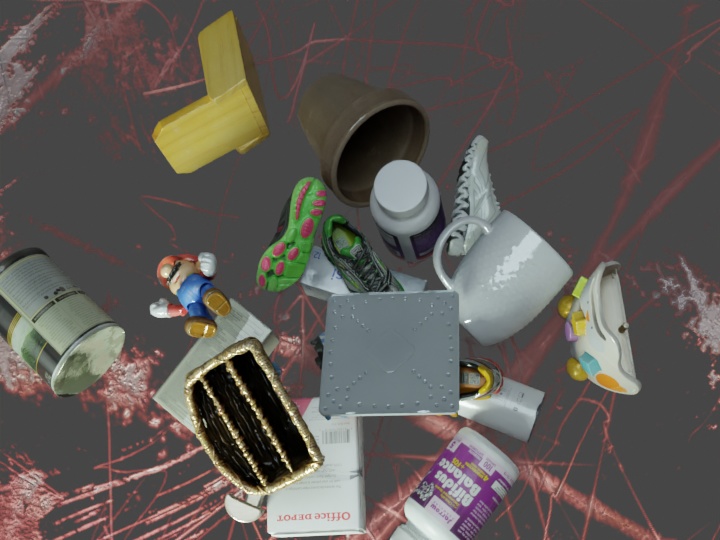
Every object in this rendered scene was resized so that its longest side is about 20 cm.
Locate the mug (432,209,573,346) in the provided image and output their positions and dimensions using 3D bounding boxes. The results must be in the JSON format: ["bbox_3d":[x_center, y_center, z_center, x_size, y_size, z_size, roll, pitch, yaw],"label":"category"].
[{"bbox_3d":[0.198,0.005,1.582,0.200,0.148,0.176,42,91,-13],"label":"mug"}]

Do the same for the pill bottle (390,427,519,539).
[{"bbox_3d":[0.135,0.342,1.514,0.112,0.112,0.201,36,79,16],"label":"pill bottle"}]

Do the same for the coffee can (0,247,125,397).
[{"bbox_3d":[-0.498,0.082,1.655,0.199,0.147,0.147,40,81,17],"label":"coffee can"}]

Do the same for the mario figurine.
[{"bbox_3d":[-0.281,0.027,1.634,0.122,0.107,0.200,-26,31,-14],"label":"mario figurine"}]

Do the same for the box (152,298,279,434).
[{"bbox_3d":[-0.226,0.156,1.635,0.094,0.078,0.201,36,80,16],"label":"box"}]

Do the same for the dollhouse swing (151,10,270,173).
[{"bbox_3d":[-0.258,-0.289,1.714,0.173,0.200,0.185,-14,71,3],"label":"dollhouse swing"}]

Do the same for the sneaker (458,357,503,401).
[{"bbox_3d":[0.108,0.157,1.509,0.196,0.082,0.079,-7,83,12],"label":"sneaker"}]

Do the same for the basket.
[{"bbox_3d":[-0.156,0.207,1.409,0.141,0.149,0.202,-30,93,-6],"label":"basket"}]

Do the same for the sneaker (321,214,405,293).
[{"bbox_3d":[0.000,0.000,1.585,0.078,0.085,0.201,-38,73,-7],"label":"sneaker"}]

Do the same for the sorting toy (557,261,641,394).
[{"bbox_3d":[0.359,0.073,1.535,0.105,0.180,0.203,-7,71,4],"label":"sorting toy"}]

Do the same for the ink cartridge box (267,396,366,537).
[{"bbox_3d":[-0.067,0.300,1.567,0.144,0.083,0.204,-4,72,6],"label":"ink cartridge box"}]

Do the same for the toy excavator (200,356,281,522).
[{"bbox_3d":[-0.165,0.238,1.518,0.194,0.100,0.200,-43,80,-5],"label":"toy excavator"}]

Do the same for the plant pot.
[{"bbox_3d":[-0.014,-0.231,1.689,0.200,0.201,0.174,-42,55,-7],"label":"plant pot"}]

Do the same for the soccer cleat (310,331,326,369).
[{"bbox_3d":[-0.013,0.139,1.572,0.085,0.071,0.200,-19,26,-11],"label":"soccer cleat"}]

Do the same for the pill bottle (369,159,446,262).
[{"bbox_3d":[0.074,-0.095,1.610,0.109,0.200,0.113,-3,72,9],"label":"pill bottle"}]

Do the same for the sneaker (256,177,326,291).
[{"bbox_3d":[-0.108,-0.056,1.695,0.076,0.084,0.202,27,94,-6],"label":"sneaker"}]

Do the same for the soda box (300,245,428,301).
[{"bbox_3d":[0.007,0.028,1.654,0.197,0.064,0.069,17,74,11],"label":"soda box"}]

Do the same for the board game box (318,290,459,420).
[{"bbox_3d":[0.045,0.122,1.484,0.196,0.026,0.203,-2,54,8],"label":"board game box"}]

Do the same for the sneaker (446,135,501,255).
[{"bbox_3d":[0.192,-0.118,1.678,0.080,0.075,0.204,10,82,2],"label":"sneaker"}]

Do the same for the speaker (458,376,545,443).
[{"bbox_3d":[0.177,0.188,1.574,0.197,0.081,0.082,20,76,13],"label":"speaker"}]
